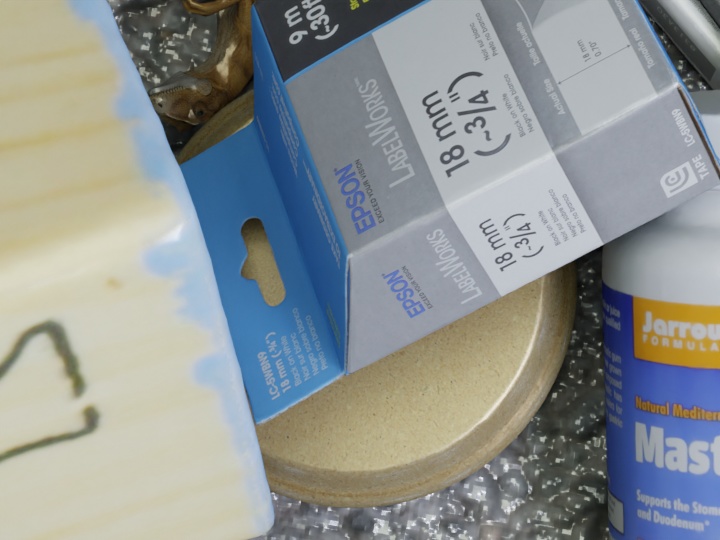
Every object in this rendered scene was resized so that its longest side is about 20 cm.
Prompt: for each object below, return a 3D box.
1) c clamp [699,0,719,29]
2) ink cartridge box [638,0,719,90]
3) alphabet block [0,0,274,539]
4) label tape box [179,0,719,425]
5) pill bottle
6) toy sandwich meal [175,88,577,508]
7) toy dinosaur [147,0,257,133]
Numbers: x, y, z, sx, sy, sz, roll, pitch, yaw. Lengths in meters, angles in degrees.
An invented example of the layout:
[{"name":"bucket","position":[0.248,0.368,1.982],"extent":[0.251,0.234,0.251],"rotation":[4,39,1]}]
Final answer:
[{"name":"c clamp","position":[0.081,-0.114,0.973],"extent":[0.171,0.027,0.200],"rotation":[-38,81,-17]},{"name":"ink cartridge box","position":[0.240,-0.132,1.009],"extent":[0.200,0.050,0.161],"rotation":[-38,81,-7]},{"name":"alphabet block","position":[-0.162,0.005,0.804],"extent":[0.199,0.196,0.197],"rotation":[-20,51,-8]},{"name":"label tape box","position":[0.017,-0.053,0.882],"extent":[0.199,0.063,0.145],"rotation":[-28,49,8]},{"name":"pill bottle","position":[0.151,0.033,0.919],"extent":[0.111,0.112,0.201],"rotation":[-3,101,2]},{"name":"toy sandwich meal","position":[0.000,0.000,0.986],"extent":[0.204,0.070,0.207],"rotation":[-1,83,4]},{"name":"toy dinosaur","position":[-0.018,-0.140,1.022],"extent":[0.200,0.060,0.106],"rotation":[-37,93,0]}]
